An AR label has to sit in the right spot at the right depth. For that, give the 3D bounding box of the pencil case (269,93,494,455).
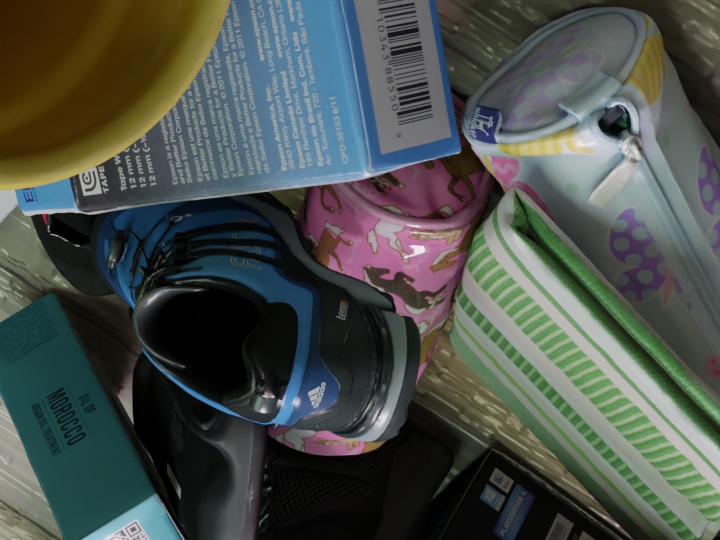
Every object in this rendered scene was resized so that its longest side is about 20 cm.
[{"bbox_3d":[0.000,0.000,1.097,0.086,0.083,0.200,17,144,-4],"label":"pencil case"}]

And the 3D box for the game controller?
[{"bbox_3d":[-0.073,0.064,1.147,0.042,0.200,0.105,-6,109,-13],"label":"game controller"}]

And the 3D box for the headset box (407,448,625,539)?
[{"bbox_3d":[0.023,0.211,1.241,0.093,0.175,0.200,35,145,-5],"label":"headset box"}]

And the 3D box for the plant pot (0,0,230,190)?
[{"bbox_3d":[-0.174,-0.134,0.920,0.188,0.201,0.201,7,139,54],"label":"plant pot"}]

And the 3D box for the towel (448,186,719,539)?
[{"bbox_3d":[0.097,0.050,1.012,0.153,0.023,0.200,46,168,11],"label":"towel"}]

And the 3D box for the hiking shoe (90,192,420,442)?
[{"bbox_3d":[-0.061,0.006,1.013,0.200,0.086,0.075,27,106,48],"label":"hiking shoe"}]

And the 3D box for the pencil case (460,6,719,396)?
[{"bbox_3d":[0.121,-0.009,0.993,0.091,0.083,0.201,19,148,55],"label":"pencil case"}]

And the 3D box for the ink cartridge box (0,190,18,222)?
[{"bbox_3d":[-0.236,-0.079,1.179,0.173,0.044,0.200,39,157,-9],"label":"ink cartridge box"}]

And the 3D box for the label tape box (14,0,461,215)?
[{"bbox_3d":[-0.064,-0.102,0.994,0.199,0.066,0.144,-5,98,43],"label":"label tape box"}]

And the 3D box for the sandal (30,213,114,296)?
[{"bbox_3d":[-0.117,-0.045,1.162,0.075,0.045,0.200,34,144,-1],"label":"sandal"}]

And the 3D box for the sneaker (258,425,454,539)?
[{"bbox_3d":[-0.040,0.120,1.167,0.114,0.200,0.076,31,129,4],"label":"sneaker"}]

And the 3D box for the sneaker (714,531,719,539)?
[{"bbox_3d":[0.210,0.159,1.116,0.199,0.085,0.078,4,135,35],"label":"sneaker"}]

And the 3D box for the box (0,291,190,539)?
[{"bbox_3d":[-0.130,0.097,1.233,0.083,0.049,0.200,62,175,-34],"label":"box"}]
